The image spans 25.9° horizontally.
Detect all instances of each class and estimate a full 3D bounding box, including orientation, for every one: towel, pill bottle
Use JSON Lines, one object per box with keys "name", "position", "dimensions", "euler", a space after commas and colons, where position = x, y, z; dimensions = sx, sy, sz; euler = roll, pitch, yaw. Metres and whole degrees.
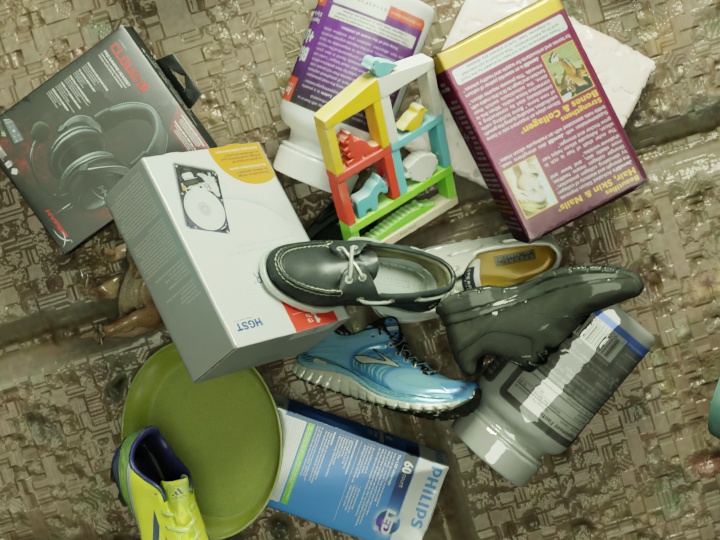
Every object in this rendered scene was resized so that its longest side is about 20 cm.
{"name": "towel", "position": [0.165, -0.168, 1.565], "dimensions": [0.199, 0.032, 0.192], "euler": [26, 96, -3]}
{"name": "pill bottle", "position": [-0.013, -0.179, 1.521], "dimensions": [0.111, 0.111, 0.201], "euler": [21, 96, -3]}
{"name": "pill bottle", "position": [0.188, 0.109, 1.555], "dimensions": [0.114, 0.114, 0.200], "euler": [39, 95, -5]}

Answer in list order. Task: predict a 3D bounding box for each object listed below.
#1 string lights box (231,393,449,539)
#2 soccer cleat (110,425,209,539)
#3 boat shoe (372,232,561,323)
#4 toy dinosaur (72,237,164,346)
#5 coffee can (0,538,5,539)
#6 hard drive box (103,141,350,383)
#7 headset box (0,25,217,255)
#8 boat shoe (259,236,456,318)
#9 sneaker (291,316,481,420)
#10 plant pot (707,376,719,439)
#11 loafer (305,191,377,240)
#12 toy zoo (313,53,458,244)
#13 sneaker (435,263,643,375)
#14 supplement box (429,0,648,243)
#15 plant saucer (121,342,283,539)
{"name": "string lights box", "position": [-0.020, 0.207, 1.591], "dimensions": [0.199, 0.059, 0.103], "euler": [20, 96, -3]}
{"name": "soccer cleat", "position": [-0.180, 0.243, 1.519], "dimensions": [0.201, 0.065, 0.084], "euler": [58, 134, 20]}
{"name": "boat shoe", "position": [0.106, 0.007, 1.564], "dimensions": [0.199, 0.070, 0.071], "euler": [-13, 97, 1]}
{"name": "toy dinosaur", "position": [-0.202, 0.010, 1.562], "dimensions": [0.086, 0.135, 0.200], "euler": [48, 122, 32]}
{"name": "coffee can", "position": [-0.276, 0.356, 1.562], "dimensions": [0.199, 0.146, 0.147], "euler": [10, 96, -2]}
{"name": "hard drive box", "position": [-0.125, -0.011, 1.471], "dimensions": [0.077, 0.155, 0.201], "euler": [-38, 74, 40]}
{"name": "headset box", "position": [-0.249, -0.134, 1.541], "dimensions": [0.200, 0.077, 0.149], "euler": [-35, 96, 5]}
{"name": "boat shoe", "position": [0.000, 0.000, 1.468], "dimensions": [0.199, 0.060, 0.076], "euler": [3, 65, -37]}
{"name": "sneaker", "position": [0.028, 0.090, 1.546], "dimensions": [0.199, 0.078, 0.090], "euler": [16, 86, 24]}
{"name": "plant pot", "position": [0.424, 0.129, 1.536], "dimensions": [0.134, 0.200, 0.201], "euler": [22, 97, 24]}
{"name": "loafer", "position": [-0.055, 0.006, 1.562], "dimensions": [0.068, 0.070, 0.201], "euler": [37, 95, -4]}
{"name": "toy zoo", "position": [0.025, -0.117, 1.489], "dimensions": [0.131, 0.020, 0.201], "euler": [-32, 131, -22]}
{"name": "sneaker", "position": [0.174, 0.046, 1.483], "dimensions": [0.199, 0.076, 0.091], "euler": [-15, 84, 21]}
{"name": "supplement box", "position": [0.166, -0.144, 1.497], "dimensions": [0.130, 0.103, 0.201], "euler": [-26, 95, -2]}
{"name": "plant saucer", "position": [-0.153, 0.167, 1.562], "dimensions": [0.199, 0.031, 0.201], "euler": [1, 92, 31]}
